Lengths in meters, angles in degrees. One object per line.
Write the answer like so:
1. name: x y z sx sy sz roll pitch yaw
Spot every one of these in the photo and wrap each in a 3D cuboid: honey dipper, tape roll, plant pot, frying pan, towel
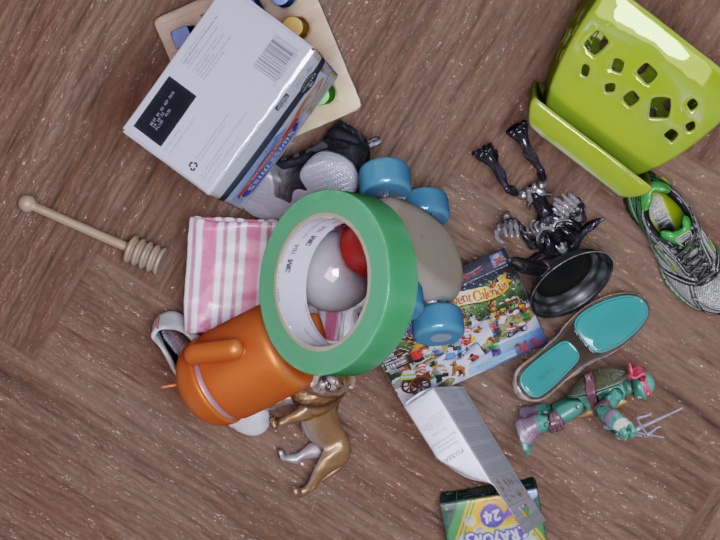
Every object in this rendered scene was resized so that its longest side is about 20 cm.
1. honey dipper: -0.342 -0.048 1.678 0.199 0.038 0.038 22 100 3
2. tape roll: -0.027 0.014 1.437 0.200 0.048 0.201 -5 83 44
3. plant pot: 0.301 -0.207 1.529 0.199 0.200 0.182 36 107 -3
4. frying pan: 0.221 0.015 1.581 0.189 0.031 0.115 -2 136 -33
5. towel: -0.116 0.011 1.617 0.199 0.030 0.147 3 98 0

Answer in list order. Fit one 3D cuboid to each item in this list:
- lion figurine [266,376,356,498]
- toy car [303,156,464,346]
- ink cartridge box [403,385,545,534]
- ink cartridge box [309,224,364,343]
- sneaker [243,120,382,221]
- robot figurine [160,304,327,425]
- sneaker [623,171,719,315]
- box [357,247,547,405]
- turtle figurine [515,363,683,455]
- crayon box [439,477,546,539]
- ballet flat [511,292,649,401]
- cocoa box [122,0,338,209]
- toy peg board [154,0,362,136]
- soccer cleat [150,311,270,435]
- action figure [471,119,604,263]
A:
1. lion figurine: -0.051 0.196 1.676 0.122 0.073 0.201 -20 127 -10
2. toy car: 0.000 0.000 1.548 0.199 0.177 0.185 -19 62 28
3. ink cartridge box: 0.140 0.232 1.598 0.057 0.162 0.200 -30 78 13
4. ink cartridge box: -0.008 0.020 1.666 0.199 0.050 0.162 -8 99 -7
5. sneaker: -0.063 -0.123 1.627 0.200 0.114 0.076 -7 120 40
6. robot figurine: -0.136 0.111 1.568 0.200 0.144 0.117 -28 98 19
7. sneaker: 0.387 -0.026 1.604 0.078 0.085 0.200 -37 96 9
8. box: 0.115 0.072 1.633 0.199 0.038 0.137 -25 124 7
9. turtle figurine: 0.292 0.170 1.622 0.199 0.150 0.101 -17 77 15
10. crayon box: 0.181 0.377 1.701 0.125 0.052 0.201 -11 99 6
11. ballet flat: 0.265 0.092 1.635 0.200 0.067 0.068 -31 84 -9
12. cocoa box: -0.143 -0.190 1.493 0.133 0.131 0.200 37 93 12
13. toy peg board: -0.128 -0.248 1.597 0.199 0.098 0.200 -22 97 7
14. soccer cleat: -0.192 0.135 1.670 0.069 0.085 0.200 -39 94 9
15. action figure: 0.213 -0.074 1.600 0.119 0.102 0.200 -31 96 23
